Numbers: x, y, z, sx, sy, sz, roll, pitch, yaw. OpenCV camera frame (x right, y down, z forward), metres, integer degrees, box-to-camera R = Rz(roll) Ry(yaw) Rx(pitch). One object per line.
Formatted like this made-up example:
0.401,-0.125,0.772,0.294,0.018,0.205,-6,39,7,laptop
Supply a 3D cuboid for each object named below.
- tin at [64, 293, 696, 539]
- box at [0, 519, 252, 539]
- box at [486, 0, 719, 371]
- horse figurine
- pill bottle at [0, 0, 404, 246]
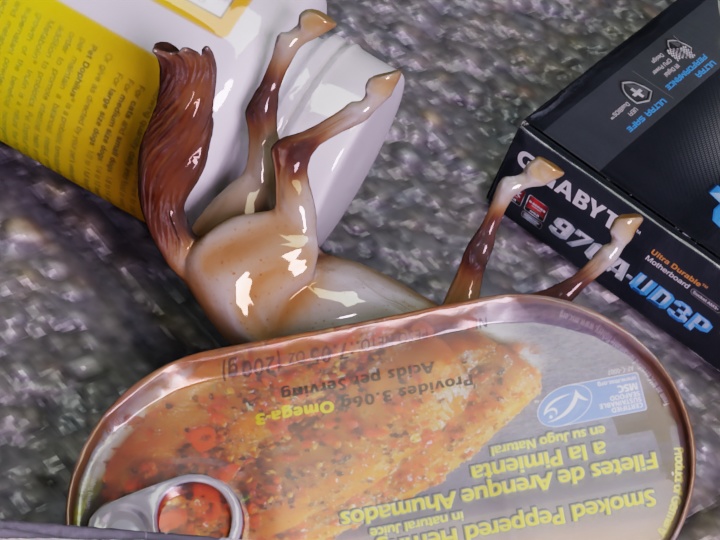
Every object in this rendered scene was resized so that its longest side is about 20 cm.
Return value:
0.007,0.074,0.814,0.199,0.042,0.113,-10,60,-3,tin
-0.081,0.173,0.654,0.131,0.115,0.201,5,44,-7,box
0.168,-0.039,1.056,0.159,0.046,0.200,37,42,15,box
0.000,0.000,0.872,0.199,0.133,0.050,32,10,-8,horse figurine
-0.088,-0.085,0.939,0.199,0.110,0.109,29,41,7,pill bottle
